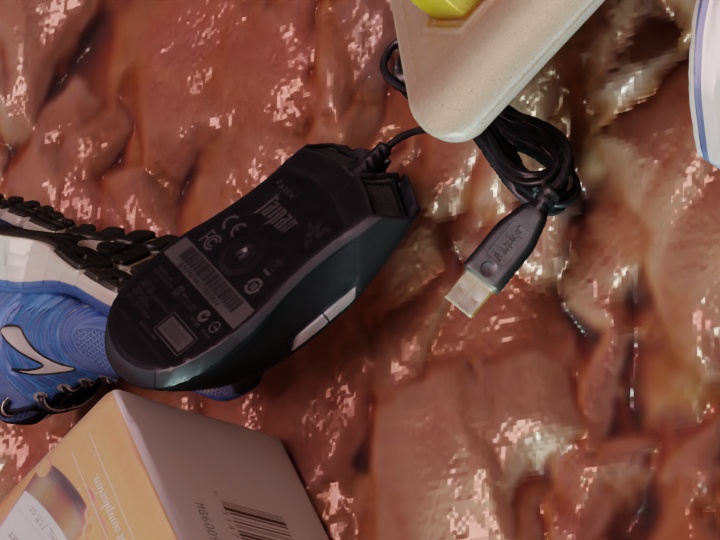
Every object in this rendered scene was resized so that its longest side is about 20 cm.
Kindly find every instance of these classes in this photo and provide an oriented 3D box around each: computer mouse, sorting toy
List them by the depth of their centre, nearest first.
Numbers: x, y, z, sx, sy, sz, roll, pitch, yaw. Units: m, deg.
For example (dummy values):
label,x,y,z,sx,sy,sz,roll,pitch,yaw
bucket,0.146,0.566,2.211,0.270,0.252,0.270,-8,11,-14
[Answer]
label,x,y,z,sx,sy,sz,roll,pitch,yaw
sorting toy,0.070,-0.167,1.122,0.185,0.036,0.200,-47,28,20
computer mouse,0.000,0.000,1.143,0.200,0.046,0.140,-43,45,-10

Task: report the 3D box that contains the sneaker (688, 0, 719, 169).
label,x,y,z,sx,sy,sz,roll,pitch,yaw
sneaker,0.196,-0.116,1.006,0.115,0.080,0.200,12,83,45

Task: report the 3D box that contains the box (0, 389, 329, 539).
label,x,y,z,sx,sy,sz,roll,pitch,yaw
box,-0.103,0.176,1.161,0.200,0.106,0.153,-45,52,21

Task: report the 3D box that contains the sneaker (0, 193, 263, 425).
label,x,y,z,sx,sy,sz,roll,pitch,yaw
sneaker,-0.121,0.028,1.257,0.200,0.078,0.090,17,111,37
